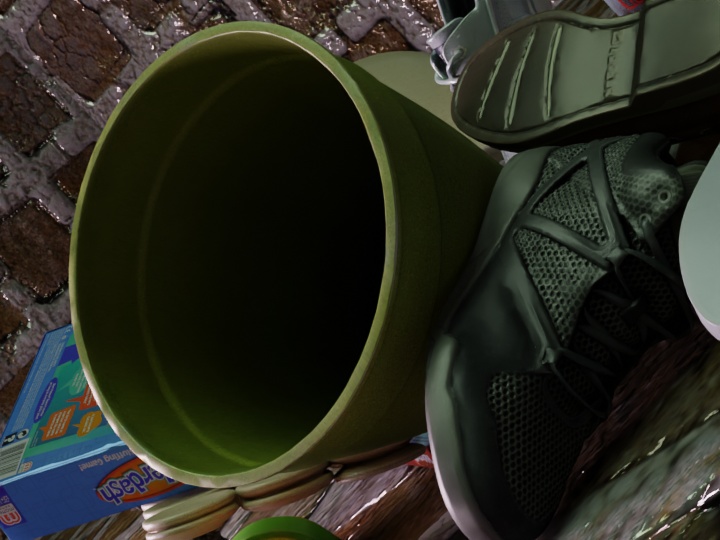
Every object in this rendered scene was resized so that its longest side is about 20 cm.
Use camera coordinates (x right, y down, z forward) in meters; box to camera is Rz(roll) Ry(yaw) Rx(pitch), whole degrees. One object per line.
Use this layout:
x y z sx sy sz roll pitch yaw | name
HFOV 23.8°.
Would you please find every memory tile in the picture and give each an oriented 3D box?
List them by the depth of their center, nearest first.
-0.047 0.112 0.932 0.152 0.017 0.200 -19 0 -8 | memory tile

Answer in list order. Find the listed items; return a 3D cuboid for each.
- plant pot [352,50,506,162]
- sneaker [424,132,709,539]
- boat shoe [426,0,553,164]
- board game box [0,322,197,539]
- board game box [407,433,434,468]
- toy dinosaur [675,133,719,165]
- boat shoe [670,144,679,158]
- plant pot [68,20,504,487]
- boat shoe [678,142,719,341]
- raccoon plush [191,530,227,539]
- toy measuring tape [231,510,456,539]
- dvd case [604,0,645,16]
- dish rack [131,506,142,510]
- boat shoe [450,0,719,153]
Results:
0.061 -0.042 1.082 0.187 0.187 0.200 -46 19 -8 | plant pot
0.095 0.019 0.690 0.114 0.076 0.200 -16 38 40 | sneaker
0.068 -0.131 0.949 0.071 0.203 0.070 -11 -6 -18 | boat shoe
-0.107 0.065 0.971 0.199 0.045 0.153 -19 30 20 | board game box
0.054 0.069 0.984 0.103 0.019 0.200 -49 5 -11 | board game box
0.184 -0.124 0.829 0.060 0.105 0.202 -173 84 -80 | toy dinosaur
0.147 -0.060 0.960 0.065 0.074 0.202 -45 13 8 | boat shoe
0.000 0.000 0.810 0.192 0.201 0.200 7 -42 -49 | plant pot
0.171 -0.040 0.647 0.068 0.057 0.201 -11 41 34 | boat shoe
-0.114 0.231 0.916 0.133 0.097 0.201 -23 47 17 | raccoon plush
-0.010 0.122 0.783 0.200 0.074 0.074 -46 5 7 | toy measuring tape
0.164 -0.167 0.929 0.022 0.200 0.146 -46 6 -10 | dvd case
-0.103 0.117 1.081 0.199 0.055 0.153 -29 -22 11 | dish rack
0.125 -0.082 0.801 0.199 0.068 0.073 -2 68 53 | boat shoe
